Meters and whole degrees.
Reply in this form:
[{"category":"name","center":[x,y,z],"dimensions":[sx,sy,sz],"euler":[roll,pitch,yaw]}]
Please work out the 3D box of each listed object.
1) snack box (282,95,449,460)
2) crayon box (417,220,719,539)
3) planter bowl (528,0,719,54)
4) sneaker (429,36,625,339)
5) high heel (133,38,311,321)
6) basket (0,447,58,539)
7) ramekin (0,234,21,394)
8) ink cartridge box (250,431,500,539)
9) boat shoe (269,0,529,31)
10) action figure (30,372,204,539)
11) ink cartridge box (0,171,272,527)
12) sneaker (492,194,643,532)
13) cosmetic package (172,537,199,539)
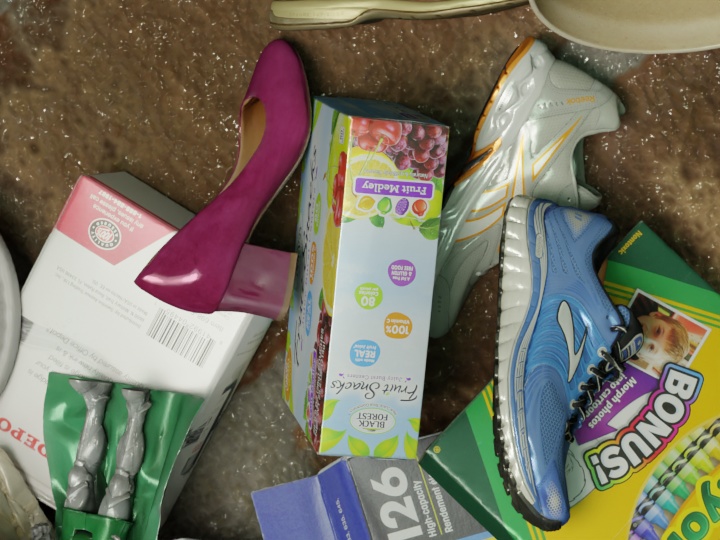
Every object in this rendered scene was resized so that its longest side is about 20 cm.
[{"category":"snack box","center":[0.000,0.000,1.441],"dimensions":[0.067,0.169,0.202],"euler":[5,98,-10]},{"category":"crayon box","center":[0.165,0.102,1.437],"dimensions":[0.172,0.058,0.200],"euler":[43,78,6]},{"category":"planter bowl","center":[0.190,-0.232,1.379],"dimensions":[0.199,0.200,0.136],"euler":[-11,66,14]},{"category":"sneaker","center":[0.098,-0.038,1.470],"dimensions":[0.092,0.076,0.201],"euler":[25,105,0]},{"category":"high heel","center":[-0.085,-0.066,1.461],"dimensions":[0.095,0.067,0.201],"euler":[12,57,-17]},{"category":"basket","center":[-0.257,0.226,1.506],"dimensions":[0.123,0.136,0.201],"euler":[-16,111,39]},{"category":"ramekin","center":[-0.321,0.029,1.476],"dimensions":[0.201,0.094,0.204],"euler":[0,88,13]},{"category":"ink cartridge box","center":[0.056,0.200,1.448],"dimensions":[0.199,0.047,0.199],"euler":[-14,76,-18]},{"category":"boat shoe","center":[0.036,-0.190,1.464],"dimensions":[0.199,0.072,0.068],"euler":[-3,98,16]},{"category":"action figure","center":[-0.165,0.170,1.457],"dimensions":[0.117,0.055,0.202],"euler":[7,89,32]},{"category":"ink cartridge box","center":[-0.155,0.057,1.529],"dimensions":[0.145,0.085,0.201],"euler":[31,101,9]},{"category":"sneaker","center":[0.122,0.053,1.374],"dimensions":[0.088,0.079,0.202],"euler":[3,73,3]},{"category":"cosmetic package","center":[-0.122,0.276,1.476],"dimensions":[0.101,0.071,0.202],"euler":[-14,70,39]}]
